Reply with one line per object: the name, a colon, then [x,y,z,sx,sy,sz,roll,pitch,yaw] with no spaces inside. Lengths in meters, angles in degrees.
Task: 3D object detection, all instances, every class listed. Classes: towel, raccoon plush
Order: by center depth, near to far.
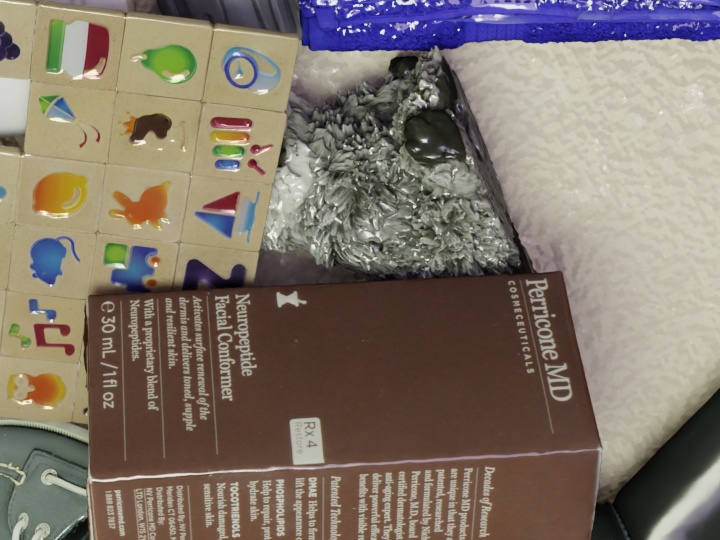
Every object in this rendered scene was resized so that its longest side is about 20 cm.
towel: [0.071,-0.166,0.901,0.198,0.050,0.149,-1,103,-4]
raccoon plush: [0.000,0.000,0.916,0.133,0.097,0.201,-21,103,9]

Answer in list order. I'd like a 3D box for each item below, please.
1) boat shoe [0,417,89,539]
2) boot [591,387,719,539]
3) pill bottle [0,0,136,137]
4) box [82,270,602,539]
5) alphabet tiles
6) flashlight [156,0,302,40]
boat shoe: [-0.122,0.112,0.913,0.199,0.062,0.073,9,116,17]
boot: [0.126,0.101,0.944,0.162,0.073,0.198,-42,115,10]
pill bottle: [-0.191,-0.104,0.865,0.199,0.111,0.112,-7,103,-3]
box: [-0.010,0.063,0.860,0.198,0.101,0.075,-3,135,-6]
alphabet tiles: [-0.122,-0.018,0.860,0.166,0.008,0.201,6,126,-9]
flashlight: [-0.075,-0.182,0.877,0.068,0.068,0.201,-17,101,10]
